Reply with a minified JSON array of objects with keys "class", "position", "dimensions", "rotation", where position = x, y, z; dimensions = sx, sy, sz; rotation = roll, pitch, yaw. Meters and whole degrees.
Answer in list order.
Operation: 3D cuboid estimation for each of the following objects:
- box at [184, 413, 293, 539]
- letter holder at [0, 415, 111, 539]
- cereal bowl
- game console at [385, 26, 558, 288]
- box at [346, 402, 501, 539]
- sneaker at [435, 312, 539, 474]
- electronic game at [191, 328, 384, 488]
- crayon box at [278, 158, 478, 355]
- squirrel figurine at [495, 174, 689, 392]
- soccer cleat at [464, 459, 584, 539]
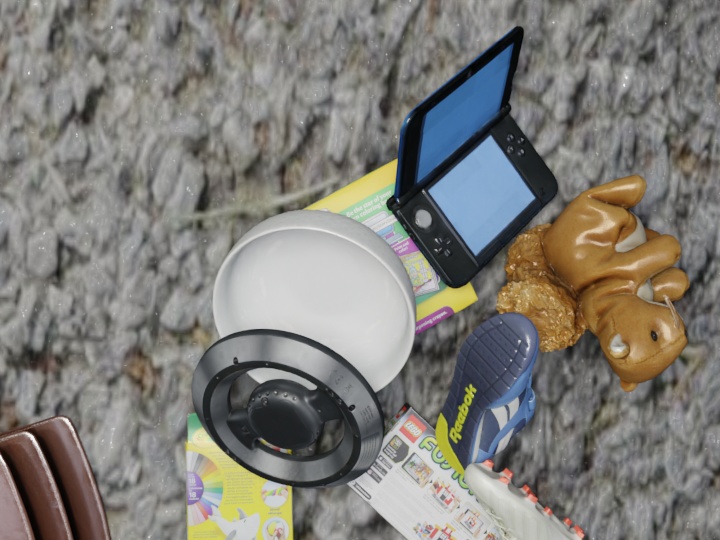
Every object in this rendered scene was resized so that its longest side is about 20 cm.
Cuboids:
[{"class":"box","position":[-0.129,0.251,0.989],"dimensions":[0.115,0.048,0.205],"rotation":[-1,93,-5]},{"class":"letter holder","position":[-0.339,0.267,0.943],"dimensions":[0.139,0.101,0.204],"rotation":[-16,92,-7]},{"class":"cereal bowl","position":[-0.039,0.027,0.902],"dimensions":[0.196,0.084,0.204],"rotation":[5,120,9]},{"class":"game console","position":[0.129,-0.113,0.941],"dimensions":[0.200,0.118,0.172],"rotation":[-41,95,-28]},{"class":"box","position":[0.089,0.255,1.014],"dimensions":[0.200,0.035,0.110],"rotation":[43,86,-4]},{"class":"sneaker","position":[0.141,0.119,0.944],"dimensions":[0.081,0.074,0.202],"rotation":[-9,136,-31]},{"class":"electronic game","position":[-0.072,0.139,0.900],"dimensions":[0.196,0.042,0.203],"rotation":[9,127,12]},{"class":"crayon box","position":[0.000,0.000,0.993],"dimensions":[0.197,0.058,0.175],"rotation":[-27,91,-4]},{"class":"squirrel figurine","position":[0.240,0.031,0.953],"dimensions":[0.196,0.142,0.190],"rotation":[-13,60,12]},{"class":"soccer cleat","position":[0.170,0.272,0.960],"dimensions":[0.199,0.069,0.078],"rotation":[40,90,-26]}]
